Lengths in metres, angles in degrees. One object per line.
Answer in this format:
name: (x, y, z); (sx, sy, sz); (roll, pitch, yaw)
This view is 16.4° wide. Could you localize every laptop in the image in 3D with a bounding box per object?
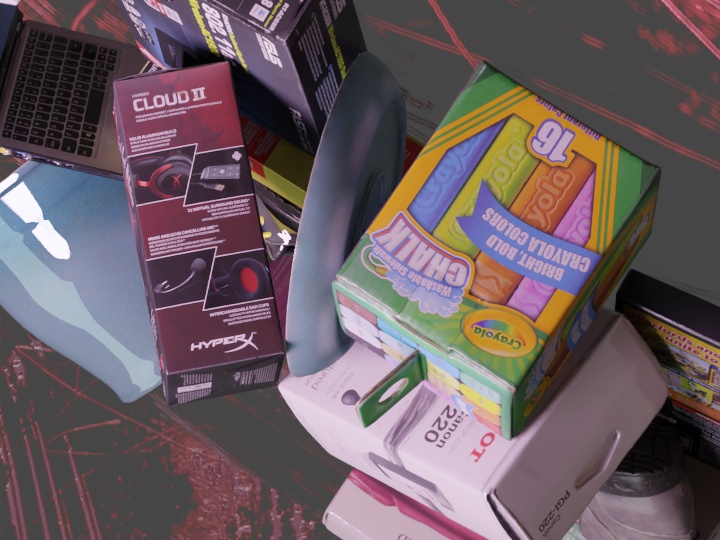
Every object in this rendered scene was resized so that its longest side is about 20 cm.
laptop: (-0.206, -0.167, 1.693); (0.199, 0.116, 0.188); (13, -149, -7)

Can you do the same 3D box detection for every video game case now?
video game case: (0.248, 0.087, 1.544); (0.199, 0.026, 0.181); (26, 158, 15)

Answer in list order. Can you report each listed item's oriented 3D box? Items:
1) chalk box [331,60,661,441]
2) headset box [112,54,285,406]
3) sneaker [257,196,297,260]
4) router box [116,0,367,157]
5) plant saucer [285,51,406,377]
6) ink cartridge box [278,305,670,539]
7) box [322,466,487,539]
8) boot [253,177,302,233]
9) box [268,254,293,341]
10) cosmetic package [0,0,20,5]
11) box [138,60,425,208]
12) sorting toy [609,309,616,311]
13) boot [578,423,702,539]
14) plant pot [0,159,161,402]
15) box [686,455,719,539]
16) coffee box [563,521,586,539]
chalk box: (0.066, 0.009, 1.417); (0.124, 0.200, 0.125); (32, 169, 11)
headset box: (-0.101, -0.029, 1.523); (0.149, 0.075, 0.201); (109, 150, -78)
sneaker: (-0.059, -0.057, 1.797); (0.200, 0.085, 0.074); (35, 168, 1)
router box: (-0.074, -0.154, 1.502); (0.150, 0.062, 0.200); (30, 168, 16)
plant saucer: (-0.005, -0.031, 1.503); (0.027, 0.201, 0.200); (12, 164, 10)
ink cartridge box: (0.069, 0.073, 1.549); (0.200, 0.146, 0.085); (25, 160, 43)
box: (0.076, 0.146, 1.946); (0.128, 0.200, 0.109); (33, 169, 5)
boot: (-0.001, 0.002, 1.739); (0.211, 0.079, 0.158); (33, 143, 9)
box: (-0.135, -0.045, 2.036); (0.176, 0.097, 0.200); (30, 168, 23)
cosmetic package: (-0.259, -0.261, 1.483); (0.200, 0.108, 0.085); (43, 167, -28)
box: (-0.049, -0.093, 1.655); (0.200, 0.075, 0.050); (33, 168, 13)
sorting toy: (0.207, 0.074, 1.718); (0.185, 0.037, 0.200); (40, 172, -21)
boot: (0.148, 0.158, 1.660); (0.200, 0.068, 0.131); (14, 133, 44)
plant pot: (-0.177, -0.014, 1.838); (0.188, 0.200, 0.200); (51, 167, -6)
box: (0.179, 0.128, 1.732); (0.200, 0.082, 0.068); (34, 172, 26)
coffee box: (0.189, 0.203, 1.806); (0.123, 0.044, 0.200); (34, -173, 15)
